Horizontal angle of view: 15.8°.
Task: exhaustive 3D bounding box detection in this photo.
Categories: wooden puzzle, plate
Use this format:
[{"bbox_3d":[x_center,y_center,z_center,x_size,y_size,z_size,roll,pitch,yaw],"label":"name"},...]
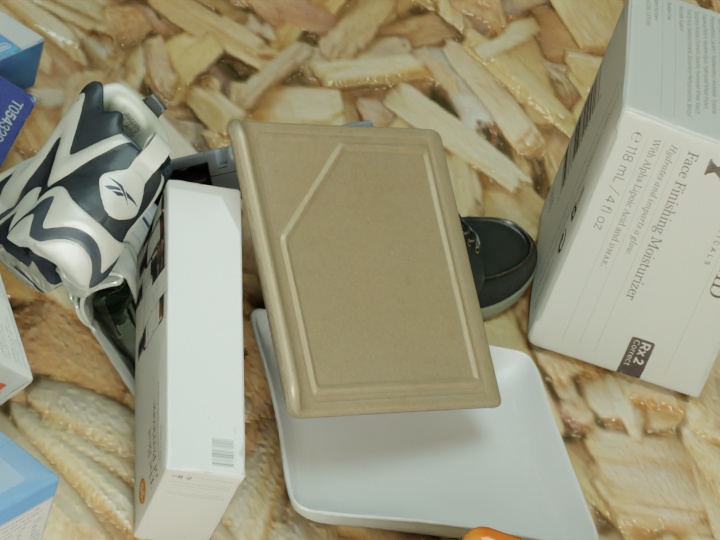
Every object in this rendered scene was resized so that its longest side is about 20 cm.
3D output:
[{"bbox_3d":[0.000,0.000,1.602,0.200,0.037,0.186,2,71,-47],"label":"wooden puzzle"},{"bbox_3d":[0.034,0.106,1.621,0.199,0.032,0.200,9,32,-18],"label":"plate"}]

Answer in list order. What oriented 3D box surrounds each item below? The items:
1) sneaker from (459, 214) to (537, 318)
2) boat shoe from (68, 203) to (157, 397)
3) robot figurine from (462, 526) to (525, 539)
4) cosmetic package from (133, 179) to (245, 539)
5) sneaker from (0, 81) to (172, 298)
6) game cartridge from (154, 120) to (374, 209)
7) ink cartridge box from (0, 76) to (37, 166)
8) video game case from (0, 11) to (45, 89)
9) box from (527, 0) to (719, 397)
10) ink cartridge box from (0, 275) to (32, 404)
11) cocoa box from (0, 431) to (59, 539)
[{"bbox_3d":[0.060,-0.025,1.765,0.200,0.106,0.075,-14,45,-43],"label":"sneaker"},{"bbox_3d":[-0.148,0.010,1.624,0.067,0.074,0.200,-4,40,-39],"label":"boat shoe"},{"bbox_3d":[0.080,0.221,1.392,0.199,0.144,0.117,15,2,-9],"label":"robot figurine"},{"bbox_3d":[-0.102,0.053,1.518,0.050,0.083,0.200,7,54,-14],"label":"cosmetic package"},{"bbox_3d":[-0.175,-0.057,1.596,0.079,0.130,0.199,44,-14,-17],"label":"sneaker"},{"bbox_3d":[-0.087,-0.062,1.701,0.133,0.042,0.200,-7,-2,-42],"label":"game cartridge"},{"bbox_3d":[-0.318,-0.117,1.675,0.200,0.043,0.197,30,42,-10],"label":"ink cartridge box"},{"bbox_3d":[-0.351,-0.161,1.800,0.181,0.046,0.200,31,33,19],"label":"video game case"},{"bbox_3d":[0.213,-0.057,1.814,0.130,0.199,0.200,18,31,-3],"label":"box"},{"bbox_3d":[-0.277,-0.019,1.457,0.200,0.050,0.163,31,30,-52],"label":"ink cartridge box"},{"bbox_3d":[-0.278,0.121,1.325,0.200,0.132,0.133,35,34,22],"label":"cocoa box"}]
